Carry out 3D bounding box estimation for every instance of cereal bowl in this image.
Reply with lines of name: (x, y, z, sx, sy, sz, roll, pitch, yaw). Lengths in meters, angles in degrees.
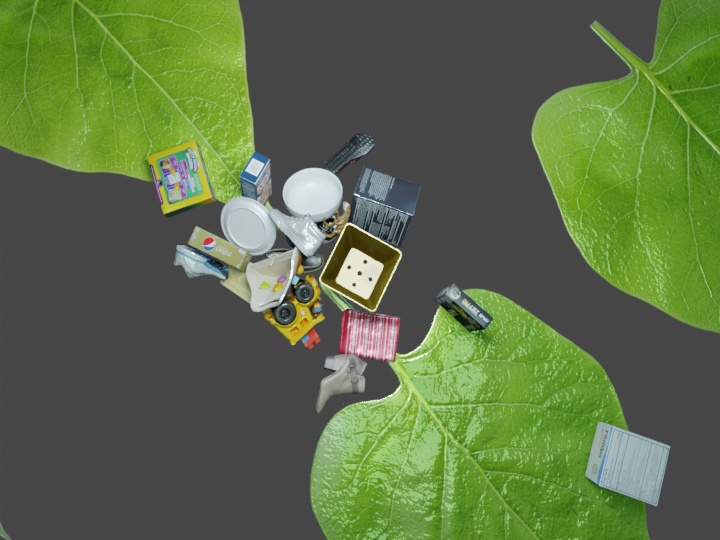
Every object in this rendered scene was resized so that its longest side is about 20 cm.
cereal bowl: (-0.153, -0.233, 1.733, 0.192, 0.084, 0.205, -1, 55, 2)

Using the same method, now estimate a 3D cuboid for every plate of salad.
plate of salad: (-0.360, -0.145, 1.720, 0.193, 0.048, 0.206, 8, 121, 13)

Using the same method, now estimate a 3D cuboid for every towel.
towel: (0.029, 0.212, 1.737, 0.193, 0.022, 0.150, 9, 85, -1)

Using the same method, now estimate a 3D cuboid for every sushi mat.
sushi mat: (-0.362, 0.052, 1.749, 0.197, 0.012, 0.097, 34, 86, 3)

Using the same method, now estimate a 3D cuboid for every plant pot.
plant pot: (0.000, 0.000, 1.682, 0.196, 0.176, 0.205, 27, 84, 3)

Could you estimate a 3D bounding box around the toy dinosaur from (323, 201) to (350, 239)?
toy dinosaur: (-0.066, -0.127, 1.675, 0.102, 0.203, 0.062, -1, 54, -8)

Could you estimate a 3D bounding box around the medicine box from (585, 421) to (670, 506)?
medicine box: (0.840, 0.604, 1.672, 0.194, 0.103, 0.188, 18, 84, 1)

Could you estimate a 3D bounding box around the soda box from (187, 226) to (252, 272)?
soda box: (-0.456, -0.069, 1.725, 0.195, 0.068, 0.066, 26, 84, 8)

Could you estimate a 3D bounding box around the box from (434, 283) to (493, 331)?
box: (0.319, 0.119, 1.664, 0.161, 0.200, 0.049, 44, 83, 3)

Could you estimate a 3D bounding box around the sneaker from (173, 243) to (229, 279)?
sneaker: (-0.521, -0.008, 1.731, 0.195, 0.075, 0.089, 27, 101, 6)

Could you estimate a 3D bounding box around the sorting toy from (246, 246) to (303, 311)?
sorting toy: (-0.269, 0.045, 1.648, 0.195, 0.108, 0.183, -17, 39, 25)

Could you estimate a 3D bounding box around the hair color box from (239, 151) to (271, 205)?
hair color box: (-0.329, -0.271, 1.682, 0.059, 0.201, 0.102, 25, 67, 2)

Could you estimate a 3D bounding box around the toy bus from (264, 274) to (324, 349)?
toy bus: (-0.181, 0.142, 1.692, 0.199, 0.135, 0.193, -42, 104, -7)

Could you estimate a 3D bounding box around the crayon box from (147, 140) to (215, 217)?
crayon box: (-0.594, -0.304, 1.761, 0.167, 0.058, 0.206, -18, 85, -4)

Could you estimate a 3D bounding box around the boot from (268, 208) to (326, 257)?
boot: (-0.192, -0.142, 1.644, 0.200, 0.073, 0.096, 45, 96, 8)

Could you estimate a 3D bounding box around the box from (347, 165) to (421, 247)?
box: (0.072, -0.199, 1.683, 0.193, 0.201, 0.126, 20, 62, 1)

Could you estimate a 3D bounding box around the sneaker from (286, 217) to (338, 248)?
sneaker: (-0.147, -0.122, 1.724, 0.194, 0.112, 0.075, -21, 85, -3)

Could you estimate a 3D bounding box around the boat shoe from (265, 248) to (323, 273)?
boat shoe: (-0.218, -0.034, 1.736, 0.192, 0.065, 0.076, 1, 82, -2)

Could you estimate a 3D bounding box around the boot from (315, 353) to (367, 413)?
boot: (-0.057, 0.368, 1.696, 0.141, 0.070, 0.207, 13, 84, -2)

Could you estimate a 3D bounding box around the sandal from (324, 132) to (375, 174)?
sandal: (-0.036, -0.393, 1.795, 0.197, 0.045, 0.077, -33, 79, 10)
